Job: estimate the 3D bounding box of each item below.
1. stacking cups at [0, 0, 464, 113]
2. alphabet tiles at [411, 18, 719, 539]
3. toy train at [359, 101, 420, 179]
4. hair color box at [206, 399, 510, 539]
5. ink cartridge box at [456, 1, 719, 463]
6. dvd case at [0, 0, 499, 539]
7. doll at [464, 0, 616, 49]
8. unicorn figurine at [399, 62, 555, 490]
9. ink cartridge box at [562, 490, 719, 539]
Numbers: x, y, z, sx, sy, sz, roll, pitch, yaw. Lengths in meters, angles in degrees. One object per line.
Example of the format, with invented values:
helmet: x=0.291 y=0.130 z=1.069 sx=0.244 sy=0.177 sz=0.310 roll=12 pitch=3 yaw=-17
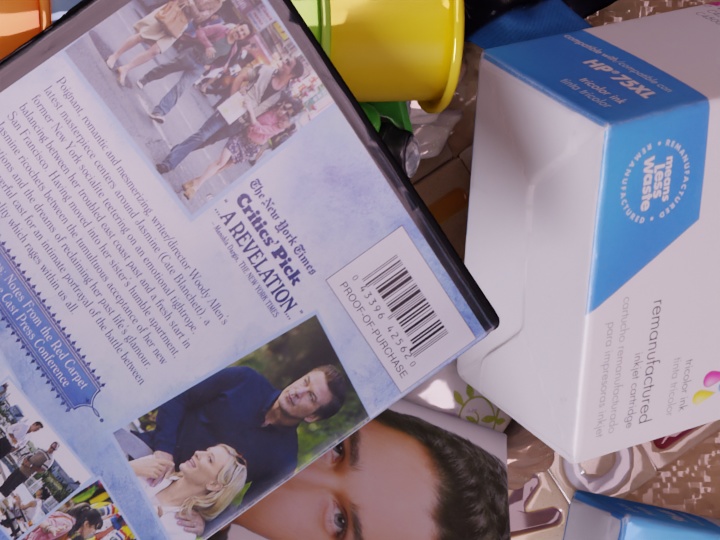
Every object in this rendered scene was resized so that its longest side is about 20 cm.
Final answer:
stacking cups: x=-0.072 y=-0.075 z=0.735 sx=0.199 sy=0.060 sz=0.061 roll=-1 pitch=89 yaw=-15
alphabet tiles: x=0.038 y=-0.003 z=0.898 sx=0.167 sy=0.008 sz=0.201 roll=-34 pitch=95 yaw=-9
toy train: x=-0.074 y=-0.047 z=0.818 sx=0.199 sy=0.057 sz=0.042 roll=2 pitch=133 yaw=17
hair color box: x=-0.054 y=0.072 z=0.793 sx=0.199 sy=0.099 sz=0.061 roll=19 pitch=127 yaw=-15
ink cartridge box: x=0.132 y=-0.024 z=0.835 sx=0.199 sy=0.067 sz=0.117 roll=-14 pitch=121 yaw=-31
dvd case: x=-0.079 y=0.014 z=0.711 sx=0.199 sy=0.018 sz=0.143 roll=-35 pitch=103 yaw=-4
doll: x=0.069 y=-0.116 z=0.847 sx=0.199 sy=0.048 sz=0.137 roll=-25 pitch=93 yaw=-34
unicorn figurine: x=0.000 y=0.000 z=0.851 sx=0.200 sy=0.074 sz=0.138 roll=40 pitch=79 yaw=-5
ink cartridge box: x=0.163 y=0.154 z=0.886 sx=0.199 sy=0.068 sz=0.117 roll=12 pitch=90 yaw=-11
